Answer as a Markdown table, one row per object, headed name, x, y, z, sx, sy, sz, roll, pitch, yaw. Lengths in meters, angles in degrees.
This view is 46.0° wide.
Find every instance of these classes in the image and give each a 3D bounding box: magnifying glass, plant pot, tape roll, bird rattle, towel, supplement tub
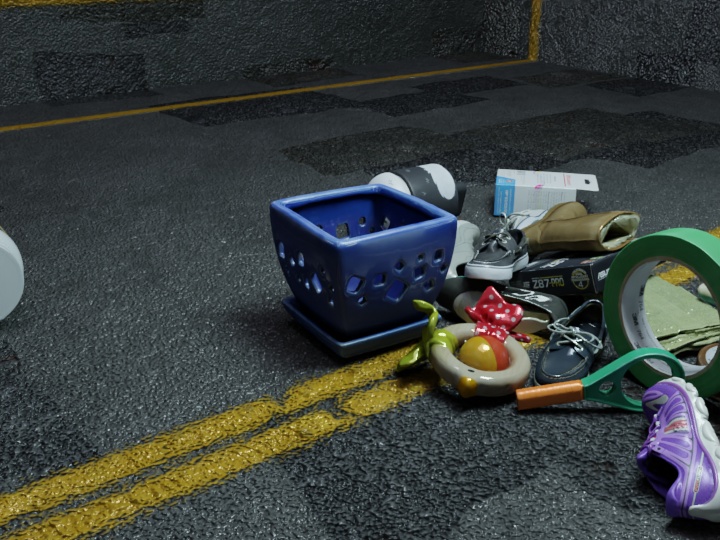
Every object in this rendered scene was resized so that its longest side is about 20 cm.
| name | x | y | z | sx | sy | sz | roll | pitch | yaw |
| --- | --- | --- | --- | --- | --- | --- | --- | --- | --- |
| magnifying glass | 0.282 | 0.138 | 1.000 | 0.196 | 0.081 | 0.022 | -9 | 25 | 5 |
| plant pot | 0.000 | 0.000 | 1.169 | 0.197 | 0.183 | 0.199 | -13 | 27 | -30 |
| tape roll | 0.385 | 0.052 | 1.023 | 0.048 | 0.204 | 0.200 | -12 | 25 | -32 |
| bird rattle | 0.146 | 0.106 | 1.079 | 0.197 | 0.114 | 0.163 | 3 | 30 | -31 |
| towel | 0.426 | 0.062 | 1.221 | 0.146 | 0.037 | 0.200 | -9 | 25 | -19 |
| supplement tub | -0.572 | -0.011 | 1.226 | 0.143 | 0.147 | 0.199 | -14 | 26 | -32 |

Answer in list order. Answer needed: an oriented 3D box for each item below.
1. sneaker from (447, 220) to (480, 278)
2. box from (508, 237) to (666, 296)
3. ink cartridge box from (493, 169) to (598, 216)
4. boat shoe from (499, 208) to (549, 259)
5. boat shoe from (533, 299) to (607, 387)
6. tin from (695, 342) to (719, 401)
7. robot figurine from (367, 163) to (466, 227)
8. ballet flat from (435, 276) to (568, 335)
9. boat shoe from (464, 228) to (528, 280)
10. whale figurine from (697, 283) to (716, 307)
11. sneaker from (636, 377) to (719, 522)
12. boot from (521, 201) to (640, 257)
| name | x | y | z | sx | sy | sz | roll | pitch | yaw |
| --- | --- | --- | --- | --- | --- | --- | --- | --- | --- |
| sneaker | 0.159 | -0.013 | 1.367 | 0.091 | 0.077 | 0.200 | 20 | 36 | 24 |
| box | 0.350 | -0.005 | 1.305 | 0.198 | 0.050 | 0.160 | -18 | 6 | -38 |
| ink cartridge box | 0.368 | -0.151 | 1.691 | 0.196 | 0.069 | 0.115 | 4 | 23 | 11 |
| boat shoe | 0.282 | -0.076 | 1.500 | 0.085 | 0.076 | 0.201 | 12 | 23 | 25 |
| boat shoe | 0.278 | 0.097 | 1.098 | 0.074 | 0.063 | 0.199 | 17 | 28 | 30 |
| tin | 0.519 | 0.128 | 1.066 | 0.196 | 0.043 | 0.112 | -2 | 27 | -7 |
| robot figurine | 0.099 | -0.126 | 1.556 | 0.197 | 0.127 | 0.150 | -13 | 2 | -31 |
| ballet flat | 0.194 | 0.052 | 1.204 | 0.196 | 0.069 | 0.069 | 7 | 31 | 16 |
| boat shoe | 0.204 | -0.029 | 1.243 | 0.069 | 0.068 | 0.199 | 5 | 11 | 29 |
| whale figurine | 0.586 | 0.034 | 1.221 | 0.197 | 0.105 | 0.159 | -17 | 26 | -16 |
| sneaker | 0.323 | 0.179 | 0.884 | 0.082 | 0.082 | 0.201 | -3 | 23 | 5 |
| boot | 0.360 | -0.067 | 1.339 | 0.174 | 0.067 | 0.199 | -31 | 12 | -29 |
